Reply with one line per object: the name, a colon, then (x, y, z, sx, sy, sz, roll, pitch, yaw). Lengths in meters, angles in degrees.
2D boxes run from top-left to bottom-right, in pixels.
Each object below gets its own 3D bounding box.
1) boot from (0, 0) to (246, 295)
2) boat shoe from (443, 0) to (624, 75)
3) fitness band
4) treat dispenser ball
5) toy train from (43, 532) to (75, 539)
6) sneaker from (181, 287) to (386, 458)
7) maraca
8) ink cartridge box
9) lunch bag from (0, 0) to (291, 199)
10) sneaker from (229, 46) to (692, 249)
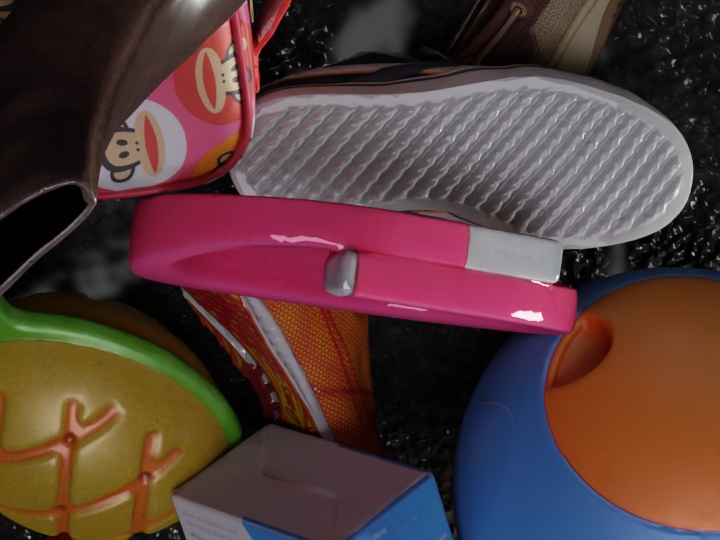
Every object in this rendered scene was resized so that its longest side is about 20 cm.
boot: (-0.092, -0.061, 0.789, 0.200, 0.167, 0.072, -37, 118, 11)
boat shoe: (0.088, -0.156, 0.982, 0.072, 0.072, 0.200, 18, 124, -9)
fitness band: (0.000, 0.000, 0.955, 0.199, 0.143, 0.038, 10, 83, -34)
treat dispenser ball: (0.142, 0.099, 1.042, 0.200, 0.201, 0.202, -1, 118, -1)
toy train: (-0.129, 0.165, 1.140, 0.199, 0.056, 0.150, 6, 162, -9)
sneaker: (-0.017, 0.045, 1.083, 0.077, 0.073, 0.200, -45, 136, -25)
maraca: (-0.148, 0.059, 1.058, 0.200, 0.107, 0.137, 30, 132, -26)
ink cartridge box: (-0.002, 0.181, 1.056, 0.068, 0.116, 0.201, -35, 121, -33)
lunch bag: (-0.110, -0.126, 0.888, 0.175, 0.082, 0.201, -5, 118, -1)
sneaker: (0.041, -0.057, 0.990, 0.199, 0.079, 0.079, 5, 105, -6)
